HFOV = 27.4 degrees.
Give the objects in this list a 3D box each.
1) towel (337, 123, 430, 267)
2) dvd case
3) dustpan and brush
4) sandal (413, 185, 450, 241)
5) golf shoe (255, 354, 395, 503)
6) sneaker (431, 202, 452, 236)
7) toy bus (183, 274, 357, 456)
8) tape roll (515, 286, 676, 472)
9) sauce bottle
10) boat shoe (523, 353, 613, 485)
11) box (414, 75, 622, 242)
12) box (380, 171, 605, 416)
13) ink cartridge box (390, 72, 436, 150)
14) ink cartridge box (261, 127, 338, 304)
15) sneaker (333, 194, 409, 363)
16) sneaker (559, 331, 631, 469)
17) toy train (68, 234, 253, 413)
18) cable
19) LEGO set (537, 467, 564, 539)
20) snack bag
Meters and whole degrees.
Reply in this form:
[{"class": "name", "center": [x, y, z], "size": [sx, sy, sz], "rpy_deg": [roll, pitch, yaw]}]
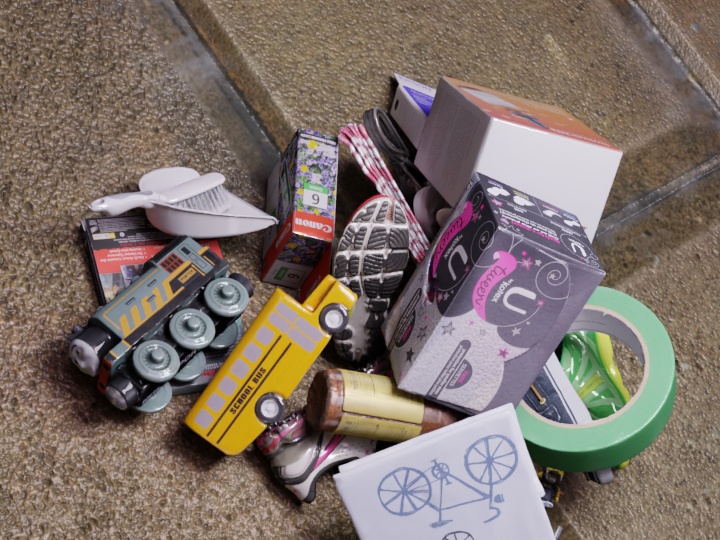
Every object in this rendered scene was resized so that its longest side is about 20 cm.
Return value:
[{"class": "towel", "center": [0.039, -0.063, 1.629], "size": [0.030, 0.146, 0.201], "rpy_deg": [-30, 81, 1]}, {"class": "dvd case", "center": [-0.199, 0.032, 1.524], "size": [0.145, 0.022, 0.202], "rpy_deg": [-6, 64, -30]}, {"class": "dustpan and brush", "center": [-0.196, -0.070, 1.515], "size": [0.199, 0.058, 0.139], "rpy_deg": [-23, 40, -39]}, {"class": "sandal", "center": [0.117, -0.025, 1.678], "size": [0.203, 0.049, 0.083], "rpy_deg": [47, 45, -32]}, {"class": "golf shoe", "center": [-0.012, 0.159, 1.517], "size": [0.199, 0.073, 0.093], "rpy_deg": [-33, 92, -28]}, {"class": "sneaker", "center": [0.140, -0.047, 1.607], "size": [0.130, 0.079, 0.200], "rpy_deg": [54, 44, -28]}, {"class": "toy bus", "center": [-0.085, 0.088, 1.455], "size": [0.078, 0.065, 0.201], "rpy_deg": [35, 89, -1]}, {"class": "tape roll", "center": [0.230, 0.111, 1.545], "size": [0.198, 0.048, 0.202], "rpy_deg": [-7, 53, 10]}, {"class": "sauce bottle", "center": [0.045, 0.143, 1.473], "size": [0.198, 0.066, 0.067], "rpy_deg": [13, 56, -24]}, {"class": "boat shoe", "center": [0.196, 0.160, 1.595], "size": [0.090, 0.071, 0.201], "rpy_deg": [-26, 55, 0]}, {"class": "box", "center": [0.162, -0.118, 1.558], "size": [0.151, 0.107, 0.200], "rpy_deg": [13, 16, -17]}, {"class": "box", "center": [0.125, 0.030, 1.448], "size": [0.131, 0.201, 0.115], "rpy_deg": [21, 25, -21]}, {"class": "ink cartridge box", "center": [0.136, -0.158, 1.756], "size": [0.196, 0.044, 0.200], "rpy_deg": [20, 19, -18]}, {"class": "ink cartridge box", "center": [-0.067, -0.038, 1.575], "size": [0.050, 0.109, 0.202], "rpy_deg": [13, 57, -17]}, {"class": "sneaker", "center": [0.000, 0.000, 1.542], "size": [0.076, 0.201, 0.085], "rpy_deg": [5, 35, -12]}, {"class": "sneaker", "center": [0.256, 0.134, 1.674], "size": [0.083, 0.074, 0.202], "rpy_deg": [-15, 71, -5]}, {"class": "toy train", "center": [-0.195, 0.053, 1.454], "size": [0.114, 0.086, 0.200], "rpy_deg": [37, 53, 13]}, {"class": "cable", "center": [0.063, -0.121, 1.674], "size": [0.098, 0.050, 0.201], "rpy_deg": [-78, 151, -44]}, {"class": "LEGO set", "center": [0.138, 0.230, 1.514], "size": [0.199, 0.116, 0.155], "rpy_deg": [31, 52, -7]}, {"class": "snack bag", "center": [0.094, 0.248, 1.430], "size": [0.187, 0.021, 0.202], "rpy_deg": [-22, 104, 3]}]
